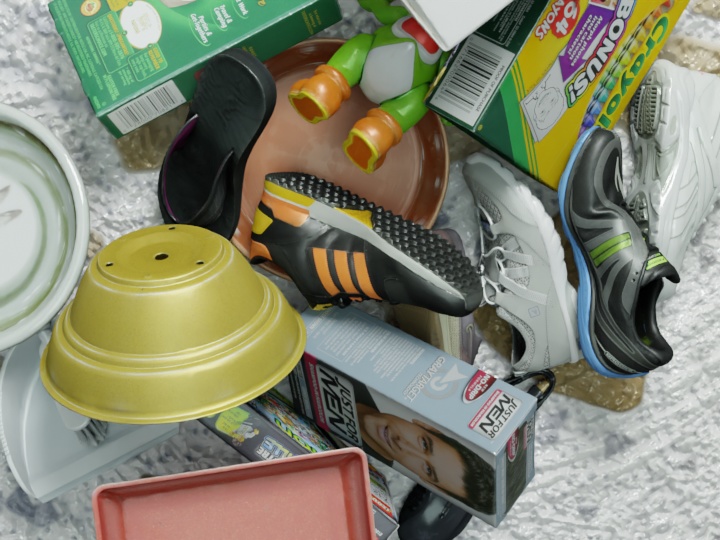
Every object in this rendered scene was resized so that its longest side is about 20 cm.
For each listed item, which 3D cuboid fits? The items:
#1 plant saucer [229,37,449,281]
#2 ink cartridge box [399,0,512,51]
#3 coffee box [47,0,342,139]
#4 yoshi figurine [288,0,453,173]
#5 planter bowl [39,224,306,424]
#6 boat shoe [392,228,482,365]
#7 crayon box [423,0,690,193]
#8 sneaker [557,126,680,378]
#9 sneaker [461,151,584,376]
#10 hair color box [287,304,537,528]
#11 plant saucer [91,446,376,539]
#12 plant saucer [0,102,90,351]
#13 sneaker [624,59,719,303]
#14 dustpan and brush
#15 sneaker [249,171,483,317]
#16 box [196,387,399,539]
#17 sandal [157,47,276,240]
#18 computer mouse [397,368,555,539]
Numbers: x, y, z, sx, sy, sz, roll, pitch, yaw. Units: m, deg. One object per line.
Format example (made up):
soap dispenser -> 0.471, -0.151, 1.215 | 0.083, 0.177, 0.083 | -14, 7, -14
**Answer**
plant saucer -> -0.028, -0.088, 0.894 | 0.200, 0.032, 0.201 | -1, 99, -5
ink cartridge box -> 0.064, -0.253, 0.744 | 0.146, 0.200, 0.084 | -37, 124, 10
coffee box -> -0.126, -0.196, 0.831 | 0.200, 0.044, 0.123 | -29, 65, 0
yoshi figurine -> 0.039, -0.173, 0.839 | 0.200, 0.112, 0.112 | -49, 141, -13
planter bowl -> -0.141, 0.021, 0.806 | 0.200, 0.201, 0.084 | -5, 118, -4
boat shoe -> 0.069, 0.061, 0.908 | 0.065, 0.072, 0.201 | -22, 114, -31
crayon box -> 0.158, -0.174, 0.830 | 0.172, 0.058, 0.200 | 22, 101, -53
sneaker -> 0.208, -0.015, 0.860 | 0.071, 0.083, 0.200 | -13, 95, -47
sneaker -> 0.125, -0.001, 0.899 | 0.082, 0.075, 0.200 | -26, 102, -1
hair color box -> 0.036, 0.105, 0.846 | 0.061, 0.200, 0.099 | -46, 147, -31
plant saucer -> -0.085, 0.238, 0.810 | 0.199, 0.037, 0.200 | -7, 94, -7
plant saucer -> -0.304, -0.032, 0.859 | 0.199, 0.050, 0.201 | 0, 86, 4
sneaker -> 0.273, -0.069, 0.902 | 0.099, 0.078, 0.201 | 2, 103, -13
dustpan and brush -> -0.247, 0.067, 0.887 | 0.139, 0.057, 0.200 | -27, 71, 0
sneaker -> 0.000, 0.000, 0.836 | 0.200, 0.070, 0.090 | 30, 112, 23
box -> -0.059, 0.141, 0.893 | 0.200, 0.110, 0.035 | 40, 95, -11
sandal -> -0.122, -0.080, 0.828 | 0.075, 0.048, 0.201 | 36, 134, 12
computer mouse -> 0.102, 0.165, 0.949 | 0.059, 0.034, 0.200 | 35, 95, -9
